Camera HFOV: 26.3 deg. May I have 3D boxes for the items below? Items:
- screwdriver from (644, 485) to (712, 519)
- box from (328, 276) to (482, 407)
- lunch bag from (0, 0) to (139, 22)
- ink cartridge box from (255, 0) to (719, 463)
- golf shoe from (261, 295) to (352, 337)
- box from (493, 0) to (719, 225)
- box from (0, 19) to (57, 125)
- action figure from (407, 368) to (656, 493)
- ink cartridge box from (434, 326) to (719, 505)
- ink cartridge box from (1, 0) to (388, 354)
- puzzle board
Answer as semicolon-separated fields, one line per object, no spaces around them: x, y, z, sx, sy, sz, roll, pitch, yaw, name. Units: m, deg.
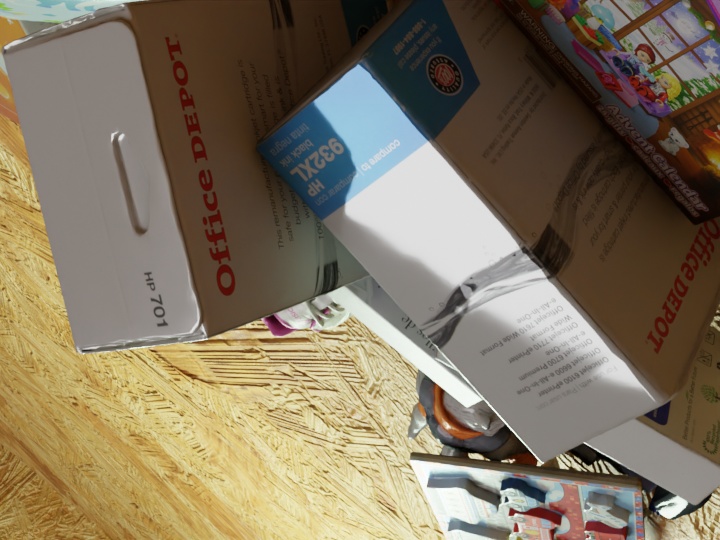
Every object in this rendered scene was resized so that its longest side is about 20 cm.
0.198;0.167;1.057;0.028;0.029;0.200;42;158;7;screwdriver
0.000;0.000;0.881;0.200;0.039;0.041;39;166;1;box
-0.145;-0.184;0.800;0.200;0.170;0.128;151;116;-66;lunch bag
0.072;-0.035;0.716;0.200;0.145;0.084;48;131;-9;ink cartridge box
-0.008;0.007;1.047;0.075;0.092;0.200;49;157;-9;golf shoe
0.122;-0.115;0.648;0.200;0.039;0.137;47;158;-6;box
-0.219;-0.187;1.058;0.124;0.097;0.200;29;154;35;box
0.098;0.116;1.047;0.200;0.105;0.193;38;167;19;action figure
0.107;0.033;0.801;0.200;0.099;0.039;32;132;-7;ink cartridge box
-0.058;-0.056;0.737;0.086;0.200;0.147;-8;97;36;ink cartridge box
0.121;0.174;1.071;0.151;0.017;0.200;5;155;13;puzzle board
